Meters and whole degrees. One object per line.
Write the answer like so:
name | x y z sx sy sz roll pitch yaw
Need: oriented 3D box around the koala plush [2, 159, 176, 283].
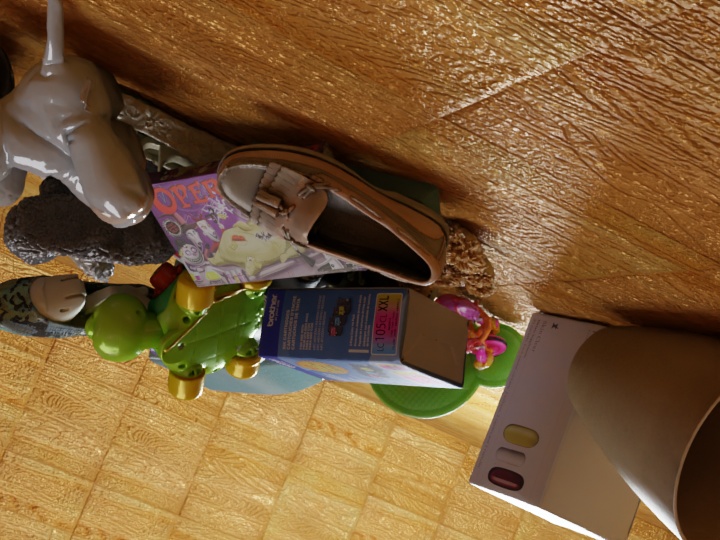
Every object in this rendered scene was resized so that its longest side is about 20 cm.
koala plush | -0.262 -0.069 1.205 0.182 0.179 0.200 14 168 -15

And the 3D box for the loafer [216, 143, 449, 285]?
loafer | -0.022 -0.043 0.932 0.198 0.072 0.063 19 -149 -6

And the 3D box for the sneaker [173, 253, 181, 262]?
sneaker | -0.182 -0.041 1.439 0.199 0.072 0.112 7 167 33

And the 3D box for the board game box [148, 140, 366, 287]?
board game box | -0.091 -0.045 1.031 0.199 0.032 0.121 -6 121 33

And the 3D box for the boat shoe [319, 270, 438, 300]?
boat shoe | 0.000 0.000 1.252 0.060 0.072 0.200 25 173 -41

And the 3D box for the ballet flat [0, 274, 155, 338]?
ballet flat | -0.283 0.031 1.192 0.074 0.075 0.199 13 -175 41

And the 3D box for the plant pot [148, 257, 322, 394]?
plant pot | -0.135 0.067 1.596 0.198 0.198 0.196 9 165 24

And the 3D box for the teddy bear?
teddy bear | 0.035 -0.018 1.095 0.199 0.067 0.145 20 167 10

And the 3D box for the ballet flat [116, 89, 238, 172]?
ballet flat | -0.186 -0.113 1.082 0.199 0.072 0.072 23 170 -6

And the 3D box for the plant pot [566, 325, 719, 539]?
plant pot | 0.287 0.130 1.077 0.187 0.188 0.200 30 -178 -37

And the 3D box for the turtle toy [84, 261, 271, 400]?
turtle toy | -0.179 0.047 1.184 0.199 0.147 0.101 -18 -141 -42

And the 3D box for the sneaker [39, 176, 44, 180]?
sneaker | -0.300 -0.098 1.412 0.199 0.067 0.090 27 172 -12

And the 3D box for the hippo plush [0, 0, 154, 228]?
hippo plush | -0.268 -0.092 0.948 0.160 0.160 0.200 -21 172 -2

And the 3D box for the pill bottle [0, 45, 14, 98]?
pill bottle | -0.383 -0.170 1.083 0.111 0.113 0.200 27 169 -24

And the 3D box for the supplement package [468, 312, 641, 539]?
supplement package | 0.235 0.171 1.263 0.155 0.201 0.110 30 168 -36

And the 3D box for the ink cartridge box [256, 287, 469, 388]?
ink cartridge box | -0.009 0.067 1.175 0.199 0.077 0.136 1 165 33

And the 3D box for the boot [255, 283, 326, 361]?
boot | -0.109 0.024 1.355 0.080 0.157 0.211 59 -167 22

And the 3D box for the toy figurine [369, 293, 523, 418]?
toy figurine | 0.088 0.070 1.338 0.198 0.151 0.184 -2 155 11

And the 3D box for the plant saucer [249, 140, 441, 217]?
plant saucer | -0.018 -0.062 1.020 0.199 0.019 0.070 17 133 32

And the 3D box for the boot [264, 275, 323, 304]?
boot | -0.106 -0.039 1.246 0.201 0.073 0.151 54 152 12
